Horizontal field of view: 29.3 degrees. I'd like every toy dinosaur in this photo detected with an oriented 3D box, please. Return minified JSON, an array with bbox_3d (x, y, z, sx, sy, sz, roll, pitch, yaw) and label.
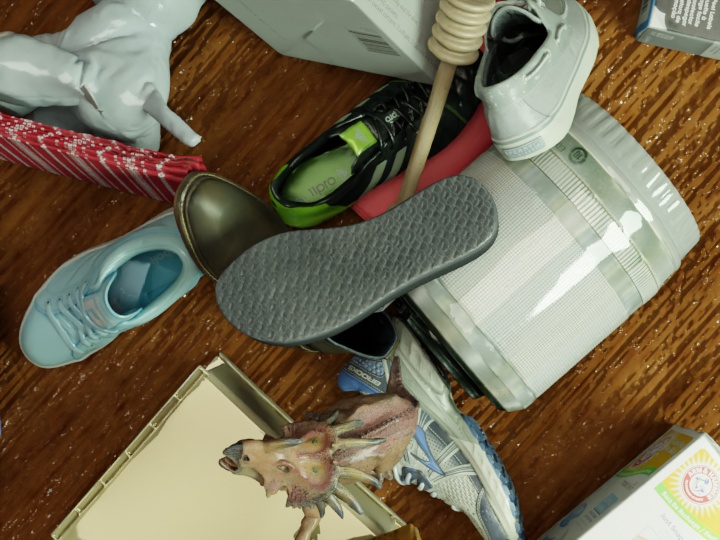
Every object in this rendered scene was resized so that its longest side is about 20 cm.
[{"bbox_3d":[-0.008,0.118,0.938,0.199,0.136,0.086,-34,79,-36],"label":"toy dinosaur"}]

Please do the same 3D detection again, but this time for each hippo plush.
[{"bbox_3d":[-0.189,-0.183,1.016,0.158,0.200,0.162,21,81,-18],"label":"hippo plush"}]

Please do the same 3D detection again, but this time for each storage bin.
[{"bbox_3d":[-0.104,0.205,1.043,0.200,0.094,0.199,42,91,2],"label":"storage bin"}]

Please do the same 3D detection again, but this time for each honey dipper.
[{"bbox_3d":[0.052,-0.109,0.986,0.038,0.038,0.201,18,127,3],"label":"honey dipper"}]

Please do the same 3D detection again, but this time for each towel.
[{"bbox_3d":[-0.205,-0.085,1.028,0.198,0.145,0.023,14,83,2],"label":"towel"}]

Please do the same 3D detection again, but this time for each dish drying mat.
[{"bbox_3d":[0.068,-0.114,1.080,0.077,0.018,0.200,41,90,4],"label":"dish drying mat"}]

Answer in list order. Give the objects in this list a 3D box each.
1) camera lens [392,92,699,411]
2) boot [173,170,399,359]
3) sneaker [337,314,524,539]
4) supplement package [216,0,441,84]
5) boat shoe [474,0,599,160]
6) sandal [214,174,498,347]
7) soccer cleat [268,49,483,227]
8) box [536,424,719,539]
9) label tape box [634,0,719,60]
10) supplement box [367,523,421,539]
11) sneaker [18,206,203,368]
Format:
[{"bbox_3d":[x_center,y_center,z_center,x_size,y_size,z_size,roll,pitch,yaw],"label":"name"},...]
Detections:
[{"bbox_3d":[0.124,-0.011,1.003,0.200,0.160,0.160,-41,87,1],"label":"camera lens"},{"bbox_3d":[-0.048,-0.001,0.990,0.096,0.200,0.075,14,67,41],"label":"boot"},{"bbox_3d":[0.053,0.139,1.053,0.085,0.077,0.201,-34,78,6],"label":"sneaker"},{"bbox_3d":[-0.001,-0.264,0.986,0.150,0.152,0.202,16,83,29],"label":"supplement package"},{"bbox_3d":[0.122,-0.159,0.978,0.069,0.202,0.072,-16,121,26],"label":"boat shoe"},{"bbox_3d":[0.001,0.000,0.934,0.198,0.043,0.077,-19,74,1],"label":"sandal"},{"bbox_3d":[0.016,-0.101,1.031,0.199,0.081,0.068,-38,84,1],"label":"soccer cleat"},{"bbox_3d":[0.201,0.217,1.018,0.200,0.112,0.102,-40,86,1],"label":"box"},{"bbox_3d":[0.323,-0.228,1.047,0.198,0.066,0.145,13,89,4],"label":"label tape box"},{"bbox_3d":[-0.043,0.245,0.960,0.198,0.069,0.067,-21,90,0],"label":"supplement box"},{"bbox_3d":[-0.192,0.018,1.033,0.199,0.082,0.074,-36,97,21],"label":"sneaker"}]
